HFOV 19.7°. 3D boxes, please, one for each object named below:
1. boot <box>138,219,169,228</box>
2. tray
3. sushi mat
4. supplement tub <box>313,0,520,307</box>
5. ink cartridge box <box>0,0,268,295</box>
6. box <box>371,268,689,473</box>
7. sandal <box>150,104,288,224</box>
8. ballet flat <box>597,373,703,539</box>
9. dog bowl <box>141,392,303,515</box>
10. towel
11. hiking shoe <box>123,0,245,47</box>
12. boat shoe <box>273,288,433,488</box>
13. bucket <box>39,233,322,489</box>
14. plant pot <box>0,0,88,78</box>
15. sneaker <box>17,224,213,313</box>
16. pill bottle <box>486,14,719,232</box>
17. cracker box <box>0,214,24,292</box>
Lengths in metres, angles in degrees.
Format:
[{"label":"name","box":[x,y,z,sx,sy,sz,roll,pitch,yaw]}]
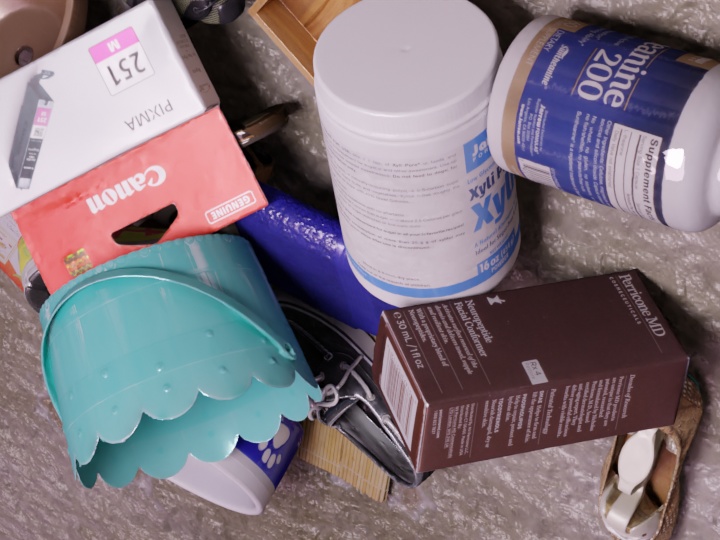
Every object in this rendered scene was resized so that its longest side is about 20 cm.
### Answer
[{"label":"boot","box":[-0.140,0.051,1.780,0.200,0.075,0.074,44,138,2]},{"label":"tray","box":[0.007,-0.206,1.477,0.099,0.037,0.200,48,140,-2]},{"label":"sushi mat","box":[-0.007,0.109,1.757,0.096,0.012,0.200,29,136,22]},{"label":"supplement tub","box":[0.042,-0.080,1.449,0.132,0.132,0.200,22,146,26]},{"label":"ink cartridge box","box":[-0.194,-0.084,1.557,0.200,0.044,0.174,-25,94,17]},{"label":"box","box":[0.119,0.070,1.463,0.100,0.199,0.075,-116,25,-44]},{"label":"sandal","box":[-0.106,-0.074,1.642,0.055,0.082,0.200,53,141,1]},{"label":"ballet flat","box":[0.208,0.157,1.572,0.070,0.065,0.200,25,135,23]},{"label":"dog bowl","box":[-0.151,0.126,1.783,0.200,0.079,0.200,28,163,9]},{"label":"towel","box":[0.000,0.000,1.611,0.200,0.050,0.148,26,159,20]},{"label":"hiking shoe","box":[-0.114,-0.238,1.538,0.101,0.076,0.200,41,149,-8]},{"label":"boat shoe","box":[-0.015,0.099,1.693,0.199,0.068,0.074,46,139,3]},{"label":"bucket","box":[-0.145,0.069,1.596,0.207,0.207,0.135,-41,65,49]},{"label":"plant pot","box":[-0.294,-0.188,1.673,0.200,0.201,0.093,19,174,28]},{"label":"sneaker","box":[-0.191,-0.013,1.712,0.090,0.199,0.078,49,129,48]},{"label":"pill bottle","box":[0.192,-0.090,1.353,0.200,0.111,0.111,20,133,27]},{"label":"cracker box","box":[-0.268,-0.064,1.808,0.134,0.058,0.200,46,140,-2]}]
